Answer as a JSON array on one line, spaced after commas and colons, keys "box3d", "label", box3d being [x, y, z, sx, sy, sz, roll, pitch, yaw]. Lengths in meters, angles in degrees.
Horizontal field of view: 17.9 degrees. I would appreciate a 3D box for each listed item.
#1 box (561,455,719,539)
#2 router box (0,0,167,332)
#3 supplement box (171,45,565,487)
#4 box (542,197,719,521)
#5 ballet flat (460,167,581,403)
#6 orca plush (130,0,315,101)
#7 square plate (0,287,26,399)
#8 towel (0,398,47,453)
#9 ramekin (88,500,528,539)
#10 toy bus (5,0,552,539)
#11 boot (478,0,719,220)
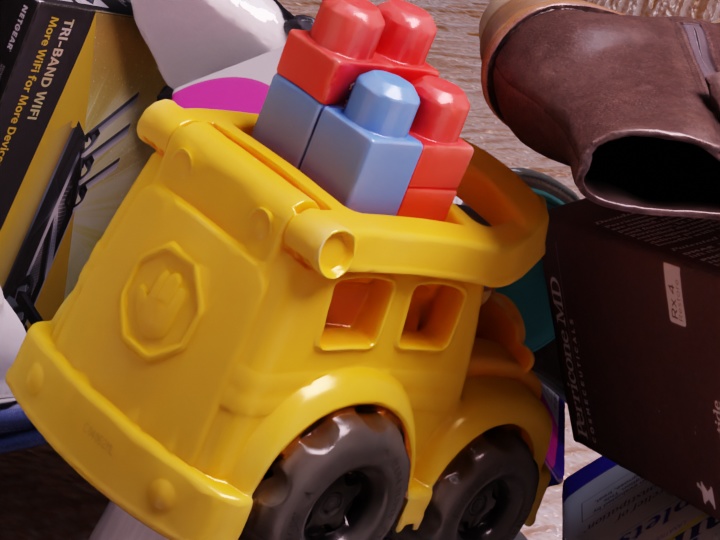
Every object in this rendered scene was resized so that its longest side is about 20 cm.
[{"box3d": [0.167, 0.164, 0.907, 0.184, 0.105, 0.200, 57, 12, -10], "label": "box"}, {"box3d": [-0.144, -0.038, 1.066, 0.052, 0.200, 0.157, 35, 20, 32], "label": "router box"}, {"box3d": [0.003, 0.006, 0.985, 0.200, 0.103, 0.101, 58, 24, -34], "label": "supplement box"}, {"box3d": [0.141, 0.030, 0.820, 0.075, 0.100, 0.200, -15, 14, -16], "label": "box"}, {"box3d": [0.081, 0.012, 0.967, 0.200, 0.067, 0.064, 48, 3, -44], "label": "ballet flat"}, {"box3d": [-0.018, -0.085, 1.034, 0.200, 0.105, 0.071, 34, 47, -11], "label": "orca plush"}, {"box3d": [-0.199, -0.036, 0.825, 0.200, 0.028, 0.198, 52, 6, 6], "label": "square plate"}, {"box3d": [-0.126, 0.058, 0.970, 0.146, 0.024, 0.200, -12, 2, 23], "label": "towel"}, {"box3d": [-0.017, 0.135, 0.891, 0.200, 0.098, 0.201, 22, 16, -7], "label": "ramekin"}, {"box3d": [0.000, 0.000, 0.822, 0.200, 0.192, 0.136, 5, 23, -49], "label": "toy bus"}, {"box3d": [0.143, -0.046, 0.813, 0.199, 0.073, 0.166, 8, 22, -16], "label": "boot"}]
